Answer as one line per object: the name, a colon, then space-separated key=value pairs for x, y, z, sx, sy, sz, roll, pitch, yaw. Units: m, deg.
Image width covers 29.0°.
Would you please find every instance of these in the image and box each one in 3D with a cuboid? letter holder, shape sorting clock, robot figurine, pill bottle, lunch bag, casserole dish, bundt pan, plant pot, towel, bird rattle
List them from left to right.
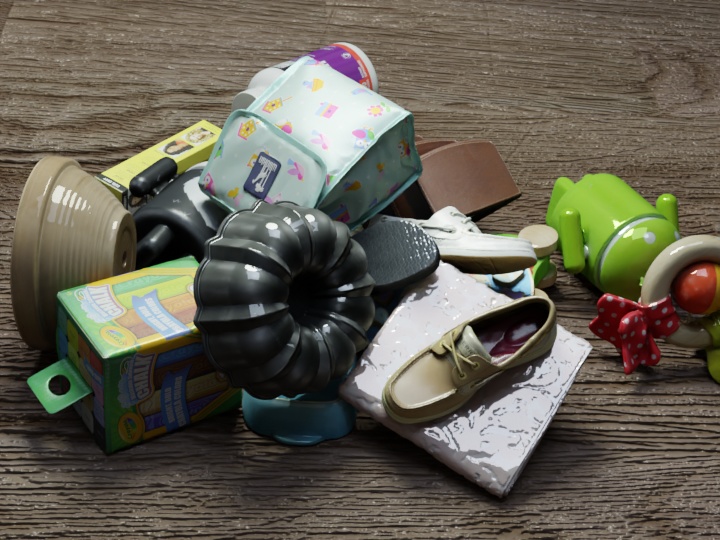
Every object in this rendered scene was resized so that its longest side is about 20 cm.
plant pot: x=-0.291 y=-0.015 z=1.460 sx=0.092 sy=0.202 sz=0.201 roll=6 pitch=34 yaw=4
robot figurine: x=-0.188 y=-0.044 z=1.588 sx=0.124 sy=0.151 sz=0.200 roll=7 pitch=32 yaw=25
bundt pan: x=-0.063 y=0.029 z=1.363 sx=0.201 sy=0.203 sz=0.076 roll=-25 pitch=15 yaw=-38
casserole dish: x=-0.062 y=0.105 z=1.473 sx=0.120 sy=0.039 sz=0.201 roll=4 pitch=36 yaw=-2
pill bottle: x=-0.076 y=-0.233 z=1.890 sx=0.112 sy=0.113 sz=0.199 roll=32 pitch=42 yaw=32
lunch bag: x=-0.060 y=-0.116 z=1.514 sx=0.170 sy=0.122 sz=0.200 roll=34 pitch=64 yaw=32
letter holder: x=0.080 y=-0.114 z=1.661 sx=0.200 sy=0.100 sz=0.143 roll=-21 pitch=83 yaw=-54
shape sorting clock: x=0.092 y=0.031 z=1.526 sx=0.198 sy=0.039 sz=0.201 roll=-8 pitch=45 yaw=8
towel: x=0.108 y=0.105 z=1.419 sx=0.199 sy=0.032 sz=0.191 roll=30 pitch=65 yaw=15
robot figurine: x=0.306 y=-0.038 z=1.667 sx=0.174 sy=0.116 sz=0.200 roll=-6 pitch=36 yaw=-30
bird rattle: x=0.362 y=0.037 z=1.545 sx=0.199 sy=0.164 sz=0.113 roll=14 pitch=16 yaw=-5

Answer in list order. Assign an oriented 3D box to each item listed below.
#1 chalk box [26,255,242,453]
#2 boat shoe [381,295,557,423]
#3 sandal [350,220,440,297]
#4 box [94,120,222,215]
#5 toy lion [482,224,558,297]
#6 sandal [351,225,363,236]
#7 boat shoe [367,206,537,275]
chalk box: x=-0.231 y=0.087 z=1.394 sx=0.199 sy=0.125 sz=0.125 roll=-17 pitch=40 yaw=-30
boat shoe: x=0.108 y=0.080 z=1.377 sx=0.199 sy=0.067 sz=0.074 roll=-30 pitch=67 yaw=-16
sandal: x=0.000 y=0.000 z=1.489 sx=0.199 sy=0.043 sz=0.077 roll=-15 pitch=59 yaw=29
box: x=-0.245 y=-0.114 z=1.728 sx=0.050 sy=0.076 sz=0.200 roll=27 pitch=39 yaw=24
toy lion: x=0.126 y=0.023 z=1.604 sx=0.190 sy=0.069 sz=0.201 roll=5 pitch=37 yaw=11
sandal: x=-0.036 y=-0.068 z=1.681 sx=0.201 sy=0.057 sz=0.080 roll=37 pitch=88 yaw=35
boat shoe: x=0.095 y=-0.037 z=1.504 sx=0.199 sy=0.071 sz=0.070 roll=4 pitch=73 yaw=21
